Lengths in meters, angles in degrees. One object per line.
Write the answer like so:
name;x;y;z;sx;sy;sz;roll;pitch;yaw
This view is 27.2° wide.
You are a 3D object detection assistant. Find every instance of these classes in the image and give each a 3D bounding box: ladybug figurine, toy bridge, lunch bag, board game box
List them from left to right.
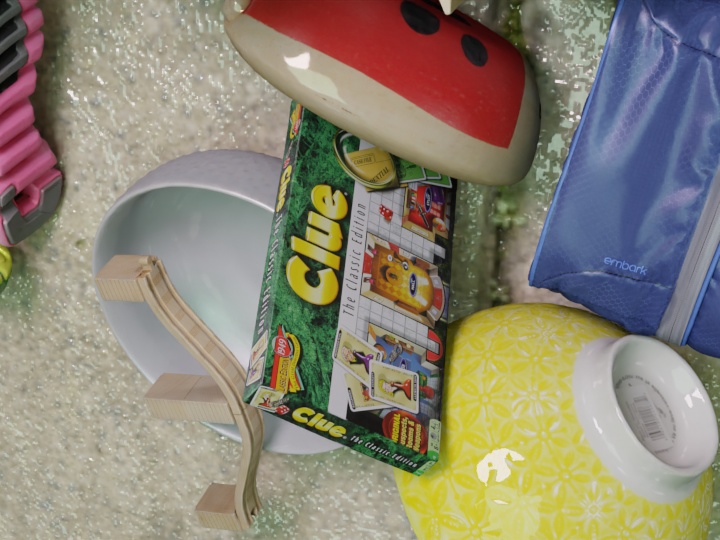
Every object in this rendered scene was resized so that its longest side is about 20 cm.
toy bridge;-0.095;0.075;0.887;0.067;0.027;0.201;2;126;30
board game box;0.000;0.000;0.777;0.104;0.201;0.023;23;139;-21
ladybug figurine;0.019;-0.112;0.795;0.199;0.136;0.072;20;111;-31
lunch bag;0.181;-0.065;0.772;0.132;0.136;0.201;20;111;10

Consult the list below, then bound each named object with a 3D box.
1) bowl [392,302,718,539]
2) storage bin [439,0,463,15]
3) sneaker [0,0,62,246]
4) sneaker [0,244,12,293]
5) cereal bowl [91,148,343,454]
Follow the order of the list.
bowl;0.125;0.093;0.795;0.200;0.200;0.108;49;132;-3
storage bin;0.071;-0.250;0.695;0.093;0.199;0.201;-15;109;29
sneaker;-0.245;-0.110;0.913;0.095;0.079;0.201;24;131;25
sneaker;-0.310;0.007;0.989;0.199;0.074;0.084;2;106;27
cereal bowl;-0.055;0.010;0.886;0.199;0.083;0.201;17;132;20
